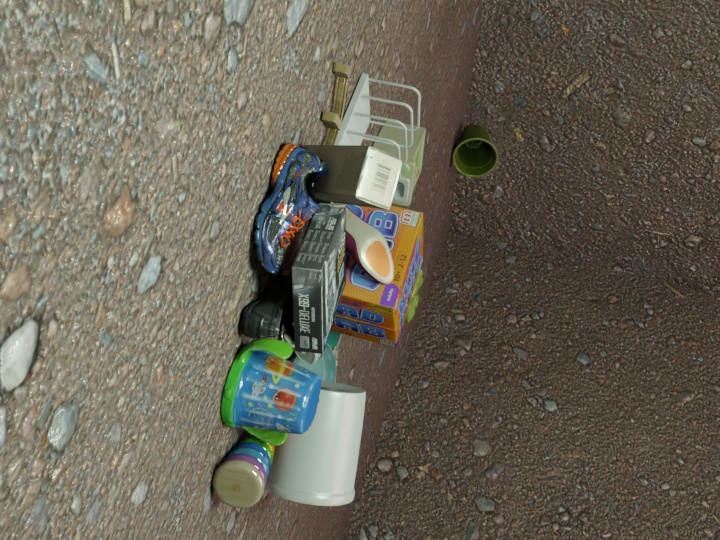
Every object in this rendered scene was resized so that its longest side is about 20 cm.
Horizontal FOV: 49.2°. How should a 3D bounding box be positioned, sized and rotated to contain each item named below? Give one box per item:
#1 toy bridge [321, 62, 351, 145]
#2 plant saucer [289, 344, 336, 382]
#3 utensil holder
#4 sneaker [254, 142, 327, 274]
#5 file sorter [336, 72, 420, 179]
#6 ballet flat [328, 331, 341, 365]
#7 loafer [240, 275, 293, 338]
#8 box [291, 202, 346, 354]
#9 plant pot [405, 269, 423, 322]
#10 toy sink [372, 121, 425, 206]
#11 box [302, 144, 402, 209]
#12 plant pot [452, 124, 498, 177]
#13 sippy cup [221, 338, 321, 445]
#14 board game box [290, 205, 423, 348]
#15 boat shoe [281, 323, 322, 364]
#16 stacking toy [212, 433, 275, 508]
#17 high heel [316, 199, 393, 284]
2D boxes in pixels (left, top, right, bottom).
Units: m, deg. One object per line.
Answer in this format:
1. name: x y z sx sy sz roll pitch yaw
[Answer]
1. toy bridge: -0.050 -0.262 1.375 0.067 0.027 0.202 28 76 -82
2. plant saucer: -0.110 0.237 1.580 0.200 0.027 0.202 -30 125 -56
3. utensil holder: -0.081 0.312 1.460 0.170 0.168 0.202 17 81 -79
4. sneaker: -0.104 -0.090 1.175 0.075 0.078 0.202 35 70 -78
5. file sorter: 0.033 -0.258 1.550 0.139 0.124 0.201 85 22 -59
6. ballet flat: -0.082 0.158 1.691 0.064 0.075 0.201 -110 -157 -46
7. loafer: -0.128 0.061 1.269 0.201 0.070 0.069 -50 152 -67
8. box: -0.064 0.008 1.261 0.201 0.049 0.159 -73 167 -56
9. plant pot: 0.037 0.036 1.777 0.200 0.188 0.202 14 90 -80
10. toy sink: 0.081 -0.237 1.854 0.131 0.111 0.201 93 15 -45
11. box: -0.025 -0.147 1.221 0.199 0.068 0.083 17 -90 56
12. plant pot: 0.512 -0.554 3.530 0.191 0.198 0.201 -83 179 -50
13. sippy cup: -0.135 0.197 1.249 0.178 0.129 0.141 77 29 -68
14. board game box: 0.000 0.000 1.504 0.200 0.198 0.201 82 24 -64
15. boat shoe: -0.113 0.115 1.436 0.201 0.074 0.069 81 30 -48
16. stacking toy: -0.181 0.311 1.332 0.200 0.085 0.086 -67 168 -70
17. high heel: -0.019 -0.056 1.380 0.067 0.200 0.096 -46 -165 -23
